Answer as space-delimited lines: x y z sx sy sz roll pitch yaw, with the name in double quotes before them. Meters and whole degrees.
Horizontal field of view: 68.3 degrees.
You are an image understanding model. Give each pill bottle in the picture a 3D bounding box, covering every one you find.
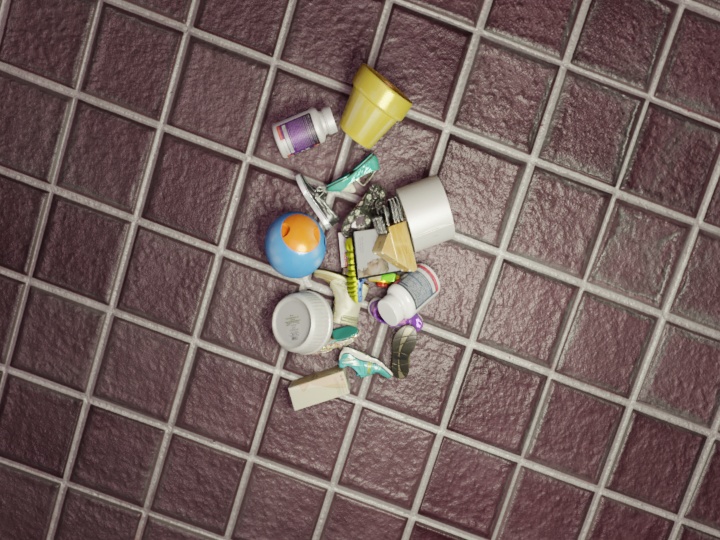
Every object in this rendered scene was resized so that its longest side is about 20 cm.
"pill bottle" -0.174 -0.445 1.681 0.193 0.111 0.115 -21 95 3
"pill bottle" 0.151 0.079 1.680 0.198 0.119 0.122 -36 95 -30

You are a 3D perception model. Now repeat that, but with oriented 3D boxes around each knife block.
"knife block" 0.116 -0.116 1.644 0.196 0.063 0.181 30 78 -27

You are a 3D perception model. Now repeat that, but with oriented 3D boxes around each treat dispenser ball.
"treat dispenser ball" -0.204 -0.079 1.671 0.192 0.201 0.210 0 95 1

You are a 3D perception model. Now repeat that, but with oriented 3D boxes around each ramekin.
"ramekin" -0.193 0.166 1.701 0.193 0.104 0.209 -3 84 26

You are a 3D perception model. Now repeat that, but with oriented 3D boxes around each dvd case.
"dvd case" 0.064 -0.059 1.664 0.194 0.017 0.149 -10 96 -30

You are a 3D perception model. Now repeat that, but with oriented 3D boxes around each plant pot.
"plant pot" 0.034 -0.496 1.644 0.198 0.201 0.191 36 111 -3

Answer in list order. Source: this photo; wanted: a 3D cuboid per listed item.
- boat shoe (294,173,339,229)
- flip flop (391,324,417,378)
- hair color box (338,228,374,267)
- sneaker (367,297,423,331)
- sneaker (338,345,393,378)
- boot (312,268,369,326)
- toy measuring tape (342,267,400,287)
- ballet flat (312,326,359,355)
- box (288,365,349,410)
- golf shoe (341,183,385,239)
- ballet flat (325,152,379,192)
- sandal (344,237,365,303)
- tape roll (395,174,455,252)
"boat shoe" -0.137 -0.235 1.718 0.067 0.074 0.203 -33 95 4
"flip flop" 0.143 0.265 1.762 0.078 0.058 0.207 8 118 7
"hair color box" 0.027 -0.078 1.737 0.191 0.064 0.116 -7 95 0
"sneaker" 0.116 0.156 1.745 0.193 0.088 0.083 21 94 -2
"sneaker" 0.016 0.317 1.753 0.194 0.077 0.082 24 85 -13
"boot" -0.081 0.088 1.749 0.193 0.072 0.160 18 95 -3
"toy measuring tape" 0.038 0.016 1.744 0.191 0.074 0.077 7 96 5
"ballet flat" -0.092 0.236 1.773 0.192 0.077 0.066 -12 126 6
"box" -0.135 0.388 1.766 0.193 0.095 0.081 -18 95 1
"golf shoe" 0.009 -0.183 1.703 0.077 0.088 0.202 39 85 -9
"ballet flat" -0.019 -0.295 1.715 0.197 0.067 0.072 -35 104 2
"sandal" 0.000 0.000 1.676 0.084 0.079 0.209 -4 101 -24
"tape roll" 0.202 -0.178 1.657 0.134 0.203 0.210 -18 95 1
